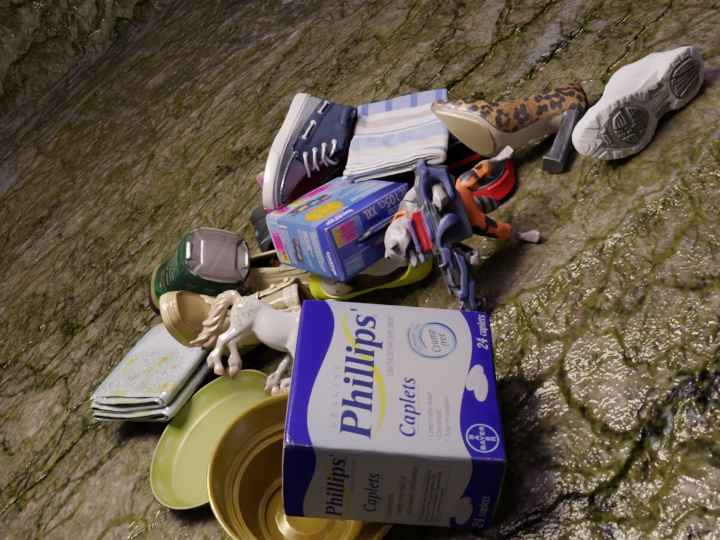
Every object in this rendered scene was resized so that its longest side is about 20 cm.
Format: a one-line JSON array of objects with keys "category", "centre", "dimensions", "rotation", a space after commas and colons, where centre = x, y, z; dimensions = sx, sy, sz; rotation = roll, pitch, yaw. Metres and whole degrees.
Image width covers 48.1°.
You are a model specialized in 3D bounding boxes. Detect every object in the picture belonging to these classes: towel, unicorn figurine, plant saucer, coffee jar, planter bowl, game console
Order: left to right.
[{"category": "towel", "centre": [-0.278, 0.138, 1.166], "dimensions": [0.169, 0.049, 0.201], "rotation": [-8, 33, 35]}, {"category": "coffee jar", "centre": [-0.246, 0.010, 1.207], "dimensions": [0.199, 0.103, 0.087], "rotation": [-33, 55, 52]}, {"category": "plant saucer", "centre": [-0.178, 0.216, 1.019], "dimensions": [0.197, 0.031, 0.202], "rotation": [-25, 35, 19]}, {"category": "unicorn figurine", "centre": [-0.097, 0.083, 0.989], "dimensions": [0.140, 0.197, 0.074], "rotation": [-69, 16, -10]}, {"category": "planter bowl", "centre": [-0.053, 0.226, 0.815], "dimensions": [0.196, 0.085, 0.203], "rotation": [2, 42, -2]}, {"category": "towel", "centre": [0.053, -0.194, 1.126], "dimensions": [0.144, 0.024, 0.202], "rotation": [-10, 36, 15]}, {"category": "game console", "centre": [0.125, -0.129, 1.153], "dimensions": [0.197, 0.031, 0.178], "rotation": [-21, 32, 23]}]

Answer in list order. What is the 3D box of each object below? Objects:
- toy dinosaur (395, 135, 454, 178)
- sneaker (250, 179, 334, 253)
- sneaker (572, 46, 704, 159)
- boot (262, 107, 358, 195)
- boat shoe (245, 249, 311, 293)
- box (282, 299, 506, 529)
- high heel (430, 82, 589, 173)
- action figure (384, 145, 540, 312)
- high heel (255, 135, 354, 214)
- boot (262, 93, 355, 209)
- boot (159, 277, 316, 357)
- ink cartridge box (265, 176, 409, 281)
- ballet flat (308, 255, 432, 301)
[{"category": "toy dinosaur", "centre": [0.079, -0.171, 1.178], "dimensions": [0.102, 0.077, 0.202], "rotation": [-35, 31, 23]}, {"category": "sneaker", "centre": [-0.075, -0.078, 1.254], "dimensions": [0.197, 0.075, 0.081], "rotation": [-18, 66, 17]}, {"category": "sneaker", "centre": [0.335, -0.208, 1.019], "dimensions": [0.198, 0.079, 0.099], "rotation": [-35, 26, -12]}, {"category": "boot", "centre": [-0.068, -0.181, 1.274], "dimensions": [0.199, 0.073, 0.144], "rotation": [-38, -2, -19]}, {"category": "boat shoe", "centre": [-0.090, -0.017, 1.169], "dimensions": [0.197, 0.077, 0.072], "rotation": [-21, 35, 22]}, {"category": "box", "centre": [0.030, 0.134, 0.782], "dimensions": [0.195, 0.106, 0.186], "rotation": [3, 41, 0]}, {"category": "high heel", "centre": [0.204, -0.221, 1.088], "dimensions": [0.197, 0.072, 0.144], "rotation": [24, 64, 10]}, {"category": "action figure", "centre": [0.115, -0.040, 0.961], "dimensions": [0.190, 0.204, 0.104], "rotation": [-16, 9, -20]}, {"category": "high heel", "centre": [-0.051, -0.130, 1.192], "dimensions": [0.197, 0.097, 0.067], "rotation": [-24, -7, -21]}, {"category": "boot", "centre": [-0.070, -0.165, 1.124], "dimensions": [0.088, 0.073, 0.203], "rotation": [12, 60, 8]}, {"category": "boot", "centre": [-0.152, 0.052, 1.054], "dimensions": [0.153, 0.200, 0.074], "rotation": [-21, 63, 18]}, {"category": "ink cartridge box", "centre": [-0.016, -0.057, 1.041], "dimensions": [0.135, 0.078, 0.199], "rotation": [-31, 25, -26]}, {"category": "ballet flat", "centre": [0.000, 0.000, 1.064], "dimensions": [0.197, 0.068, 0.067], "rotation": [-12, -2, 30]}]
